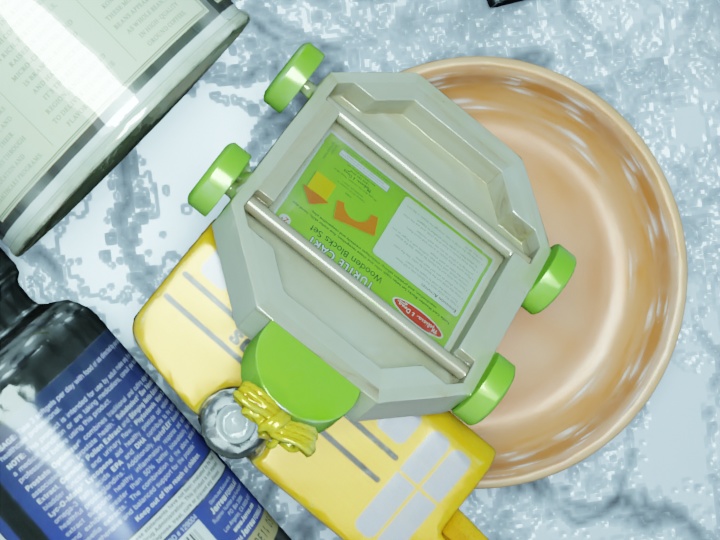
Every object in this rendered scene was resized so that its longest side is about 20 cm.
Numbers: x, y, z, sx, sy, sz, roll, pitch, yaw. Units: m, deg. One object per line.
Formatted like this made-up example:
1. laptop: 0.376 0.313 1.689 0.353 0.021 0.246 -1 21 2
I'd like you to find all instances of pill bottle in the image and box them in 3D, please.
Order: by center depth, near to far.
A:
1. pill bottle: -0.131 0.086 0.769 0.112 0.112 0.200 -40 95 -5

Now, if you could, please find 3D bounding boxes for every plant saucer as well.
1. plant saucer: 0.054 0.001 0.830 0.199 0.037 0.202 0 91 -8

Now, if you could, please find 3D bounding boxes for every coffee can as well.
1. coffee can: -0.167 -0.127 0.744 0.200 0.146 0.146 45 85 -6

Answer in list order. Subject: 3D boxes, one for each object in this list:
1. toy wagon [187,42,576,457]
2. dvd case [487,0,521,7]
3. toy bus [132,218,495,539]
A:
1. toy wagon: 0.000 0.000 0.737 0.155 0.040 0.200 38 53 -6
2. dvd case: 0.108 -0.242 0.839 0.149 0.025 0.201 -15 92 -7
3. toy bus: -0.012 0.070 0.772 0.200 0.065 0.078 40 86 -5
